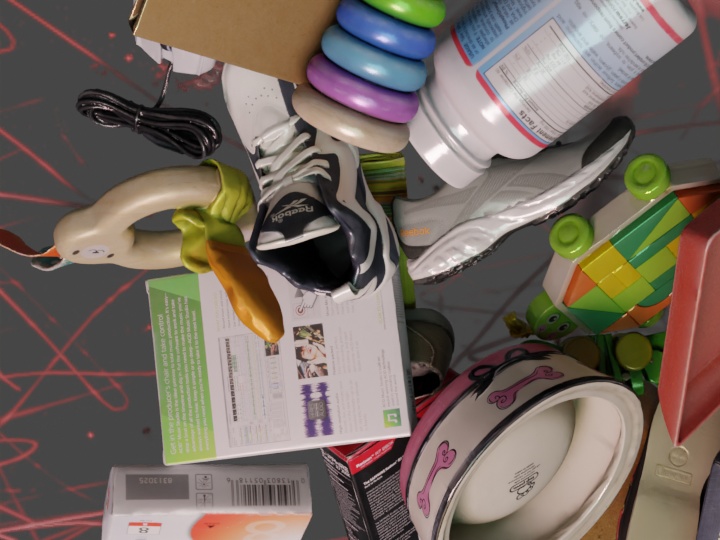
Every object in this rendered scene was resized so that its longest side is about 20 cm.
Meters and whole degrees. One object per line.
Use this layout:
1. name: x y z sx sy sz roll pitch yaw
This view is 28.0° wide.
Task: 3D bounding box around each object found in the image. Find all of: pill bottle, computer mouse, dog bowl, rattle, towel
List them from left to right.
1. rattle: -0.163 0.010 1.056 0.197 0.130 0.145 -15 84 -1
2. computer mouse: -0.128 -0.173 0.990 0.109 0.044 0.202 25 119 12
3. towel: 0.000 0.000 1.136 0.085 0.018 0.202 -5 123 2
4. dog bowl: 0.115 0.143 1.088 0.198 0.074 0.202 -24 135 -25
5. pill bottle: 0.122 -0.149 0.992 0.199 0.109 0.109 -37 117 20

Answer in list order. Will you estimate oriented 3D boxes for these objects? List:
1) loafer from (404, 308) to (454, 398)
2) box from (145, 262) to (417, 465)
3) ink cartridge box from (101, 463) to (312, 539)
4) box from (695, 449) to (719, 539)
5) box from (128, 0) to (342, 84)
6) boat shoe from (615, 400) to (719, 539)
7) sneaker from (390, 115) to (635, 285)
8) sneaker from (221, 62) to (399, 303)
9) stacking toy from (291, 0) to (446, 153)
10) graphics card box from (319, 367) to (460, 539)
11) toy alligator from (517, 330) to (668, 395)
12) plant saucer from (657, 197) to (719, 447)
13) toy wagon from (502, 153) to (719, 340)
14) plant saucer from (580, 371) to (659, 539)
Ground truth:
1. loafer: -0.021 0.081 1.136 0.197 0.070 0.076 -14 123 3
2. box: -0.061 0.065 1.102 0.197 0.036 0.147 -8 83 11
3. ink cartridge box: -0.135 0.221 1.199 0.160 0.051 0.201 2 145 -13
4. box: 0.322 0.169 1.156 0.051 0.200 0.160 19 127 26
5. box: -0.036 -0.204 0.955 0.198 0.021 0.165 12 115 -31
6. boat shoe: 0.260 0.156 1.177 0.073 0.063 0.204 22 77 4
7. sneaker: 0.112 -0.065 1.068 0.198 0.074 0.080 -28 85 3
8. sneaker: -0.045 -0.062 1.000 0.079 0.130 0.201 -21 98 14
9. stacking toy: 0.025 -0.184 0.942 0.084 0.086 0.202 18 106 -14
10. graphics card box: 0.045 0.188 1.203 0.125 0.051 0.202 -33 126 -24
11. toy alligator: 0.222 0.076 1.158 0.197 0.059 0.055 -4 87 1
12. plant saucer: 0.285 0.002 1.066 0.199 0.037 0.201 -35 140 -32
13. toy wagon: 0.198 -0.002 1.088 0.199 0.040 0.155 -39 141 13
14. plant saucer: 0.191 0.182 1.219 0.197 0.036 0.203 -7 117 -14
